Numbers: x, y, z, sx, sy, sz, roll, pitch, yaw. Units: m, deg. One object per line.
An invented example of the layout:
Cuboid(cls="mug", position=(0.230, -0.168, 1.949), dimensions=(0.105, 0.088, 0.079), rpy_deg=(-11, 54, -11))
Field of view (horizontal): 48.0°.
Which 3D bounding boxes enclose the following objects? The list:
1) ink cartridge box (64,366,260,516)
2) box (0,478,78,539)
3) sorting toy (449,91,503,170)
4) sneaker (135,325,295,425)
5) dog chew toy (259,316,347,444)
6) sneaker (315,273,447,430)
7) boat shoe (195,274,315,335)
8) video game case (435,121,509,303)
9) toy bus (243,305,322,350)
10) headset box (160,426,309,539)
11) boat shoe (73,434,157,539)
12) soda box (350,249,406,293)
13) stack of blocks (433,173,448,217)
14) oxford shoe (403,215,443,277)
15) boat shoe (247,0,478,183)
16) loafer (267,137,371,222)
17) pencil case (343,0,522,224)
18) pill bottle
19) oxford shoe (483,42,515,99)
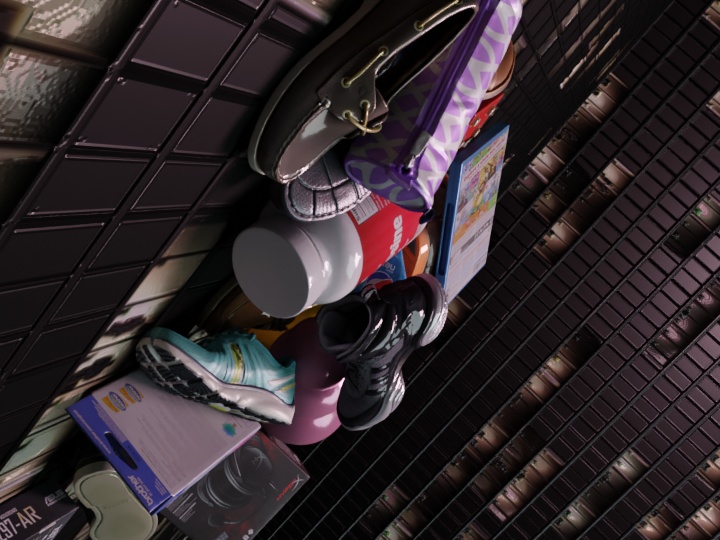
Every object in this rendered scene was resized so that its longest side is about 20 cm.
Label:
Cuboid(cls="ink cartridge box", position=(-0.186, 0.149, 0.770), dimensions=(0.042, 0.120, 0.200), rpy_deg=(-43, 175, 21))
Cuboid(cls="box", position=(-0.380, 0.305, 0.770), dimensions=(0.201, 0.043, 0.160), rpy_deg=(-50, 172, 16))
Cuboid(cls="sorting toy", position=(0.062, -0.132, 0.920), dimensions=(0.200, 0.070, 0.199), rpy_deg=(-40, 170, -43))
Cuboid(cls="sneaker", position=(-0.135, 0.091, 0.785), dimensions=(0.199, 0.077, 0.081), rpy_deg=(34, 61, -48))
Cuboid(cls="dog chew toy", position=(-0.060, 0.121, 0.934), dimensions=(0.124, 0.124, 0.201), rpy_deg=(-42, 167, -31))
Cuboid(cls="sneaker", position=(-0.003, 0.083, 0.800), dimensions=(0.113, 0.076, 0.201), rpy_deg=(2, 130, -38))
Cuboid(cls="boat shoe", position=(-0.093, 0.029, 0.873), dimensions=(0.072, 0.068, 0.200), rpy_deg=(-51, 171, 35))
Cuboid(cls="video game case", position=(0.135, -0.066, 0.997), dimensions=(0.143, 0.018, 0.202), rpy_deg=(-40, 143, -48))
Cuboid(cls="toy bus", position=(-0.094, 0.069, 1.084), dimensions=(0.200, 0.065, 0.079), rpy_deg=(-42, 169, -31))
Cuboid(cls="headset box", position=(-0.183, 0.226, 0.965), dimensions=(0.149, 0.200, 0.077), rpy_deg=(-44, -160, -7))
Cuboid(cls="boat shoe", position=(-0.264, 0.232, 0.860), dimensions=(0.073, 0.067, 0.201), rpy_deg=(-14, 143, -8))
Cuboid(cls="soda box", position=(0.000, 0.000, 0.927), dimensions=(0.067, 0.065, 0.200), rpy_deg=(-12, -170, -8))
Cuboid(cls="stack of blocks", position=(0.047, -0.048, 1.083), dimensions=(0.201, 0.058, 0.116), rpy_deg=(-50, -151, 17))
Cuboid(cls="oxford shoe", position=(0.067, 0.019, 1.020), dimensions=(0.072, 0.071, 0.202), rpy_deg=(-16, 140, -34))
Cuboid(cls="boat shoe", position=(0.001, -0.136, 0.582), dimensions=(0.200, 0.059, 0.072), rpy_deg=(-47, 161, -1))
Cuboid(cls="loafer", position=(-0.010, -0.107, 0.693), dimensions=(0.200, 0.062, 0.073), rpy_deg=(-41, 128, -32))
Cuboid(cls="pencil case", position=(0.058, -0.145, 0.641), dimensions=(0.086, 0.083, 0.202), rpy_deg=(129, -14, -79))
Cuboid(cls="pill bottle", position=(-0.025, -0.040, 0.754), dimensions=(0.200, 0.112, 0.113), rpy_deg=(-38, 168, -47))
Cuboid(cls="oxford shoe", position=(0.109, -0.213, 0.812), dimensions=(0.200, 0.071, 0.072), rpy_deg=(-46, 149, -46))
